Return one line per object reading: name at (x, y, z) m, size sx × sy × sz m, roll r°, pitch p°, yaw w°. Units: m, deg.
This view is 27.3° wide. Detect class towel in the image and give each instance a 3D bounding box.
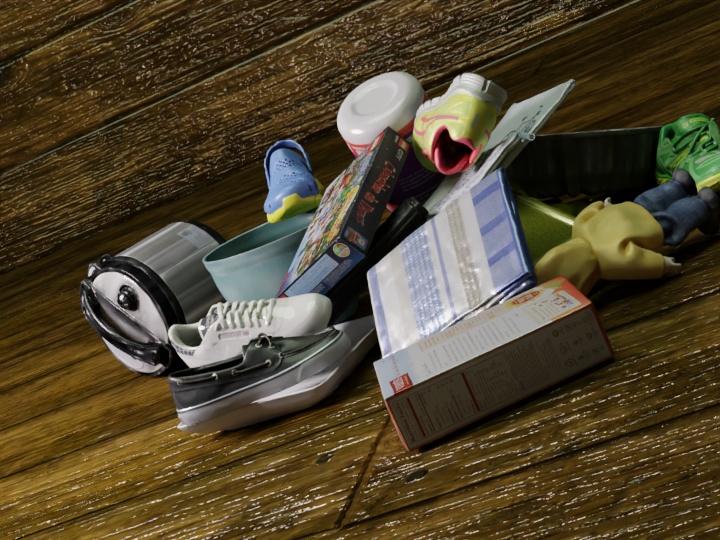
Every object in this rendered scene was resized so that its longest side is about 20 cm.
towel at (0.087, 0.007, 1.473) m, size 0.200 × 0.024 × 0.148 m, roll -39°, pitch 45°, yaw 30°

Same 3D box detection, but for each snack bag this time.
snack bag at (0.146, -0.132, 1.650) m, size 0.200 × 0.021 × 0.188 m, roll -49°, pitch 9°, yaw -12°

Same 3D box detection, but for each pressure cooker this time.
pressure cooker at (-0.273, 0.042, 2.008) m, size 0.175 × 0.180 × 0.200 m, roll -9°, pitch 19°, yaw 44°

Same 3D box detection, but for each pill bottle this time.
pill bottle at (0.061, -0.135, 1.800) m, size 0.112 × 0.200 × 0.113 m, roll -21°, pitch 37°, yaw 17°

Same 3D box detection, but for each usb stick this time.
usb stick at (0.000, 0.000, 1.653) m, size 0.200 × 0.033 × 0.055 m, roll -48°, pitch 12°, yaw 4°

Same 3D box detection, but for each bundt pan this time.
bundt pan at (0.263, -0.127, 1.758) m, size 0.200 × 0.076 × 0.202 m, roll -5°, pitch 5°, yaw 0°

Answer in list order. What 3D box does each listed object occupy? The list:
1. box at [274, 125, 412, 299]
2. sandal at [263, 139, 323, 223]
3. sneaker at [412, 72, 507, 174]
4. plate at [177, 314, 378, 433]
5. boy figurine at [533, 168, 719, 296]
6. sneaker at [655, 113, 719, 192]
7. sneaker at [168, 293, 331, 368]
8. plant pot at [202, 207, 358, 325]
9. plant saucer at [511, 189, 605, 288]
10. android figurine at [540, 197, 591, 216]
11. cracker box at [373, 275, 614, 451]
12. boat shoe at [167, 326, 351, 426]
box at (-0.018, -0.057, 1.672) m, size 0.137 × 0.038 × 0.201 m, roll -43°, pitch 17°, yaw 43°
sandal at (-0.094, -0.116, 1.902) m, size 0.079 × 0.088 × 0.200 m, roll -20°, pitch 12°, yaw 1°
sneaker at (0.096, -0.142, 1.640) m, size 0.200 × 0.078 × 0.091 m, roll 124°, pitch 165°, yaw -70°
plate at (-0.076, 0.117, 1.628) m, size 0.199 × 0.033 × 0.200 m, roll -19°, pitch 13°, yaw 30°
boy figurine at (0.259, -0.025, 1.446) m, size 0.199 × 0.065 × 0.124 m, roll -30°, pitch 44°, yaw -18°
sneaker at (0.368, -0.127, 1.625) m, size 0.073 × 0.084 × 0.200 m, roll -13°, pitch 10°, yaw -10°
sneaker at (-0.120, 0.066, 1.622) m, size 0.199 × 0.081 × 0.077 m, roll -24°, pitch 32°, yaw 29°
plant pot at (-0.079, 0.009, 1.848) m, size 0.199 × 0.135 × 0.200 m, roll -22°, pitch 10°, yaw 4°
plant saucer at (0.147, -0.015, 1.533) m, size 0.199 × 0.048 × 0.200 m, roll -32°, pitch 34°, yaw -22°
android figurine at (0.165, -0.055, 1.723) m, size 0.199 × 0.041 × 0.182 m, roll -10°, pitch 8°, yaw -23°
cracker box at (0.115, 0.080, 1.329) m, size 0.199 × 0.058 × 0.134 m, roll -24°, pitch 11°, yaw 1°
boat shoe at (-0.108, 0.100, 1.551) m, size 0.199 × 0.057 × 0.069 m, roll -24°, pitch 12°, yaw 4°
